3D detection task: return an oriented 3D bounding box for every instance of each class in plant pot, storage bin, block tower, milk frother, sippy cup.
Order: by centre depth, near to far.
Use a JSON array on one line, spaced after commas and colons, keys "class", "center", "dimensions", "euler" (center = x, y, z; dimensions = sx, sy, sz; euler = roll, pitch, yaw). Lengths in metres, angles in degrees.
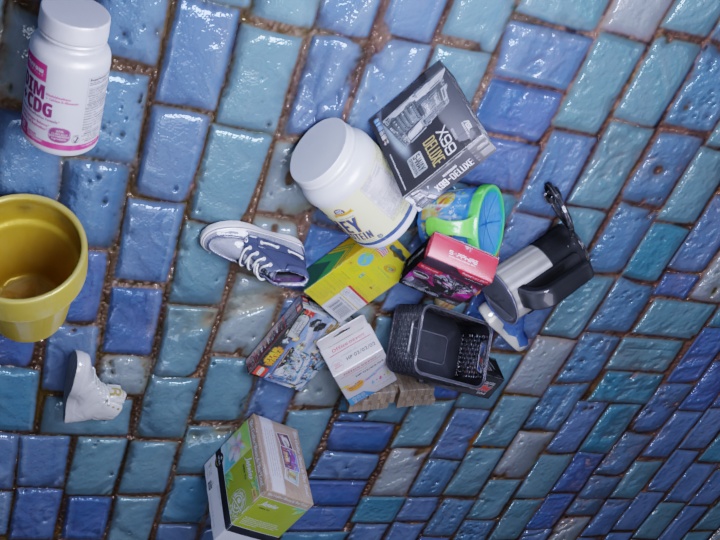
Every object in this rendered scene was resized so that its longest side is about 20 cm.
[{"class": "plant pot", "center": [-0.538, 0.014, 1.499], "dimensions": [0.196, 0.204, 0.190], "euler": [-2, 147, -16]}, {"class": "sippy cup", "center": [0.175, -0.088, 1.665], "dimensions": [0.128, 0.142, 0.178], "euler": [6, 156, 28]}, {"class": "milk frother", "center": [0.324, -0.034, 1.759], "dimensions": [0.186, 0.180, 0.203], "euler": [-30, 93, -17]}, {"class": "storage bin", "center": [0.158, 0.152, 1.864], "dimensions": [0.197, 0.138, 0.093], "euler": [18, 168, -35]}, {"class": "block tower", "center": [0.066, 0.259, 2.012], "dimensions": [0.195, 0.055, 0.059], "euler": [-2, 133, -18]}]

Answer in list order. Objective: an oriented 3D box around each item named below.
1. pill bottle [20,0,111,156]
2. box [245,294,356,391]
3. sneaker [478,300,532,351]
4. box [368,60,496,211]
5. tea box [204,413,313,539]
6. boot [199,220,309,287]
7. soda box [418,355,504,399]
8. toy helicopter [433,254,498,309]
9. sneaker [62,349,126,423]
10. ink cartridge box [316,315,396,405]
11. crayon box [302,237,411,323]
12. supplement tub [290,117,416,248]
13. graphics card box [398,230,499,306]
[{"class": "pill bottle", "center": [-0.414, -0.276, 1.318], "dimensions": [0.111, 0.114, 0.202], "euler": [5, 129, -22]}, {"class": "box", "center": [-0.120, 0.147, 1.857], "dimensions": [0.135, 0.040, 0.200], "euler": [23, 121, -35]}, {"class": "sneaker", "center": [0.329, 0.090, 1.929], "dimensions": [0.111, 0.077, 0.199], "euler": [-41, 138, 10]}, {"class": "box", "center": [0.111, -0.216, 1.488], "dimensions": [0.157, 0.202, 0.050], "euler": [-37, 136, 18]}, {"class": "tea box", "center": [-0.221, 0.456, 1.993], "dimensions": [0.132, 0.202, 0.197], "euler": [27, 118, -35]}, {"class": "boot", "center": [-0.183, -0.026, 1.641], "dimensions": [0.196, 0.091, 0.074], "euler": [7, 129, -24]}, {"class": "soda box", "center": [0.212, 0.216, 2.015], "dimensions": [0.197, 0.064, 0.071], "euler": [16, 125, -31]}, {"class": "toy helicopter", "center": [0.199, 0.014, 1.835], "dimensions": [0.130, 0.080, 0.202], "euler": [-8, 145, -24]}, {"class": "sneaker", "center": [-0.501, 0.219, 1.778], "dimensions": [0.113, 0.075, 0.202], "euler": [2, 140, -22]}, {"class": "ink cartridge box", "center": [-0.006, 0.182, 1.868], "dimensions": [0.114, 0.068, 0.201], "euler": [-30, 148, -3]}, {"class": "crayon box", "center": [0.000, 0.000, 1.754], "dimensions": [0.198, 0.051, 0.127], "euler": [-34, 133, 14]}, {"class": "supplement tub", "center": [-0.009, -0.145, 1.553], "dimensions": [0.144, 0.146, 0.199], "euler": [-37, 132, 17]}, {"class": "graphics card box", "center": [0.151, 0.000, 1.640], "dimensions": [0.123, 0.052, 0.200], "euler": [22, 163, -7]}]
